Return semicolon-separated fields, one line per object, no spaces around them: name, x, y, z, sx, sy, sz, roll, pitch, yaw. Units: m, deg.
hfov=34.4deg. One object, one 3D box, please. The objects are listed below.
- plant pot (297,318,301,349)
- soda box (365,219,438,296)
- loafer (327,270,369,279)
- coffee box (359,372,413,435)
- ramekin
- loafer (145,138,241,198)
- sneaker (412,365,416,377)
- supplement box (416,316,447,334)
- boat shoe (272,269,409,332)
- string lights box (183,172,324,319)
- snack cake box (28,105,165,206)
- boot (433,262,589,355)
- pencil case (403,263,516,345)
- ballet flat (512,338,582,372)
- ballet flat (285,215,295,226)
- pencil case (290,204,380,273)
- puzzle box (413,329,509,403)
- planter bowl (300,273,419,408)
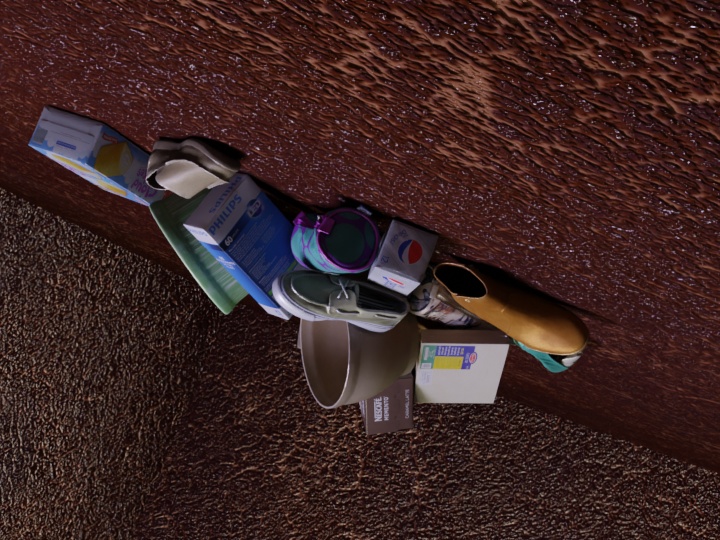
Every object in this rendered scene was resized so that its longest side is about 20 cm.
plant pot;-0.027;0.080;2.078;0.200;0.174;0.200;22;174;2
soda box;0.052;-0.014;1.546;0.063;0.068;0.200;21;173;-1
loafer;0.000;0.000;1.811;0.200;0.068;0.076;21;173;12
coffee box;0.030;0.155;1.906;0.080;0.115;0.200;-7;-143;-6
ramekin;-0.219;-0.043;1.743;0.200;0.098;0.200;55;177;4
loafer;-0.221;-0.129;1.522;0.076;0.068;0.200;26;172;-30
sneaker;0.097;0.123;1.943;0.070;0.090;0.200;14;-141;-13
supplement box;0.104;0.087;1.857;0.200;0.067;0.069;29;139;3
boat shoe;-0.024;0.034;1.605;0.200;0.072;0.062;13;148;-30
string lights box;-0.143;-0.034;1.639;0.059;0.103;0.200;14;151;51
snack cake box;-0.385;-0.167;1.744;0.115;0.067;0.200;18;172;26
boot;0.200;0.051;1.568;0.201;0.071;0.144;24;178;31
pencil case;0.151;0.058;1.748;0.200;0.078;0.089;27;165;-38
ballet flat;0.304;0.117;1.798;0.070;0.068;0.200;0;164;33
ballet flat;-0.098;-0.049;1.761;0.200;0.073;0.073;19;173;42
pencil case;-0.037;-0.041;1.546;0.092;0.085;0.200;44;170;-10
puzzle box;0.152;0.150;1.796;0.133;0.025;0.200;1;147;-1
planter bowl;0.006;0.101;1.749;0.134;0.201;0.200;-3;-177;-23
